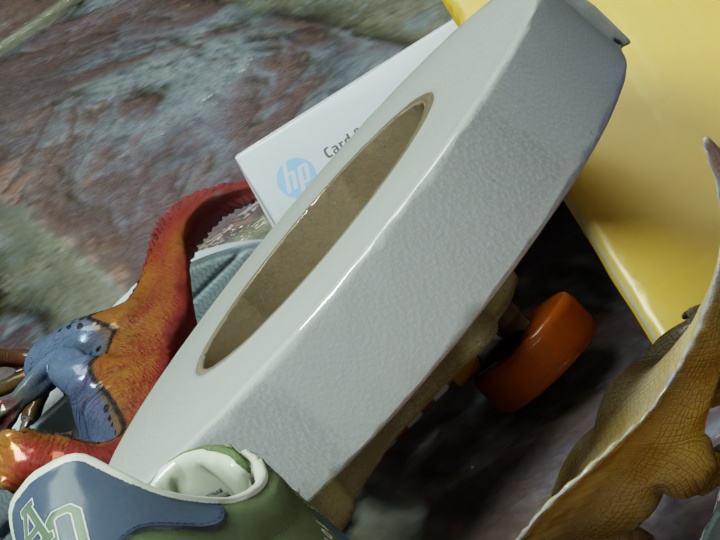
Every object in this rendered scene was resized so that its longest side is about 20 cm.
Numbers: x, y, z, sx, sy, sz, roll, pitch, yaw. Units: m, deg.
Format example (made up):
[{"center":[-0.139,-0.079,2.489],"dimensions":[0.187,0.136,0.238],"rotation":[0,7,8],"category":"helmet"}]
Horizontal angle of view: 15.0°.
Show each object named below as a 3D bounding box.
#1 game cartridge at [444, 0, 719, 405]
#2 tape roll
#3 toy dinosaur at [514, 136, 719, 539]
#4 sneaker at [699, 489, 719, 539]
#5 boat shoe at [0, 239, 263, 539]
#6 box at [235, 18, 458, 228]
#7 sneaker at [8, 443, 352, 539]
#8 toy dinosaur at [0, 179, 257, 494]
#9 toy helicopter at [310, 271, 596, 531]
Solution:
[{"center":[0.134,-0.081,0.886],"dimensions":[0.176,0.032,0.200],"rotation":[-31,60,3],"category":"game cartridge"},{"center":[0.000,0.000,0.802],"dimensions":[0.203,0.037,0.203],"rotation":[-49,8,9],"category":"tape roll"},{"center":[0.082,0.046,0.762],"dimensions":[0.101,0.058,0.200],"rotation":[-19,-30,-50],"category":"toy dinosaur"},{"center":[0.108,0.058,0.659],"dimensions":[0.095,0.079,0.200],"rotation":[-44,11,18],"category":"sneaker"},{"center":[-0.098,0.054,1.074],"dimensions":[0.200,0.074,0.067],"rotation":[-36,9,-31],"category":"boat shoe"},{"center":[0.041,-0.052,1.040],"dimensions":[0.155,0.041,0.200],"rotation":[-32,-9,3],"category":"box"},{"center":[-0.017,0.081,0.693],"dimensions":[0.067,0.090,0.200],"rotation":[-39,-20,19],"category":"sneaker"},{"center":[-0.091,0.034,0.936],"dimensions":[0.181,0.105,0.201],"rotation":[155,135,-75],"category":"toy dinosaur"},{"center":[-0.008,0.056,0.911],"dimensions":[0.132,0.079,0.200],"rotation":[-40,6,28],"category":"toy helicopter"}]
